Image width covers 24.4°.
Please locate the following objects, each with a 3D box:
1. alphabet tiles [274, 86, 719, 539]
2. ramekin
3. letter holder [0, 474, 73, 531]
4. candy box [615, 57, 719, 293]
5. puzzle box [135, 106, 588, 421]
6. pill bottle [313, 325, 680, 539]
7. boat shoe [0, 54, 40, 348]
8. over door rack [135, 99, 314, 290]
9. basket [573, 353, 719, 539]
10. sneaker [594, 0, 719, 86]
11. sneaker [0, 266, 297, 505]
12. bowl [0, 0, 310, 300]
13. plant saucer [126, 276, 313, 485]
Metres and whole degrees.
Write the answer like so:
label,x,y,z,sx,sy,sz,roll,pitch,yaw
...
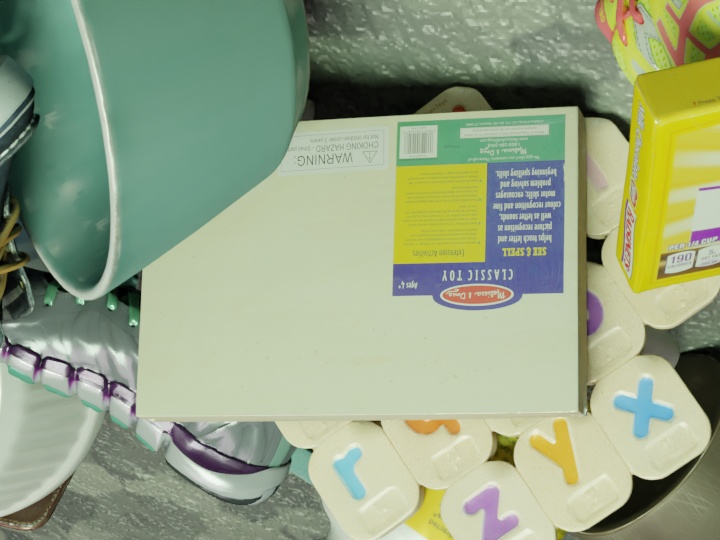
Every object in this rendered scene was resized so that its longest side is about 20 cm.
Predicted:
label,x,y,z,sx,sy,sz,roll,pitch,yaw
alphabet tiles,0.053,0.027,0.732,0.196,0.200,0.015,56,-171,16
ramekin,-0.247,0.051,0.929,0.202,0.203,0.094,16,-170,14
letter holder,-0.266,0.060,1.034,0.200,0.142,0.101,18,148,10
candy box,0.191,-0.048,0.587,0.200,0.026,0.102,-13,143,-4
puzzle box,0.000,0.000,0.728,0.200,0.133,0.025,-1,168,16
pill bottle,0.053,0.089,0.790,0.112,0.200,0.112,33,179,1
boat shoe,-0.165,-0.013,0.697,0.091,0.071,0.200,44,140,-13
over door rack,-0.050,0.011,0.825,0.148,0.067,0.200,19,119,11
basket,0.210,0.147,0.862,0.200,0.136,0.180,40,143,-17
sneaker,0.125,-0.100,0.606,0.090,0.078,0.200,16,146,26
sneaker,-0.107,0.025,0.797,0.200,0.074,0.088,31,109,-2
bowl,-0.092,-0.098,0.679,0.201,0.105,0.201,47,147,44
plant saucer,-0.071,0.072,1.000,0.200,0.070,0.019,34,120,-15
